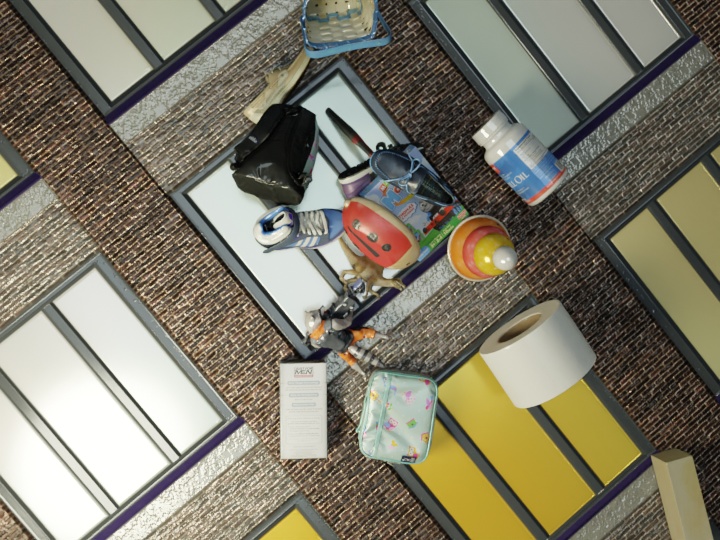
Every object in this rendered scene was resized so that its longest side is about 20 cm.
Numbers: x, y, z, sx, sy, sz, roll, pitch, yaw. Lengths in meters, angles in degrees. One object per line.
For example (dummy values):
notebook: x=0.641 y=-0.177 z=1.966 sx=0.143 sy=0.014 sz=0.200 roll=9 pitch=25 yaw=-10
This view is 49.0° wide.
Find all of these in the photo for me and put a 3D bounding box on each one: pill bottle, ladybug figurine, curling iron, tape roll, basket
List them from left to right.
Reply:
basket: x=-0.044 y=-0.513 z=1.617 sx=0.176 sy=0.139 sz=0.200 roll=-12 pitch=56 yaw=-8
curling iron: x=-0.002 y=-0.285 z=1.669 sx=0.200 sy=0.026 sz=0.050 roll=40 pitch=80 yaw=24
ladybug figurine: x=0.035 y=-0.071 z=1.635 sx=0.200 sy=0.136 sz=0.072 roll=40 pitch=61 yaw=-14
pill bottle: x=0.337 y=-0.244 z=1.695 sx=0.200 sy=0.112 sz=0.112 roll=44 pitch=86 yaw=-3
tape roll: x=0.369 y=0.174 z=1.654 sx=0.202 sy=0.203 sz=0.139 roll=-35 pitch=93 yaw=-5

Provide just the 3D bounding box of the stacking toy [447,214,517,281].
stacking toy: x=0.276 y=-0.033 z=1.638 sx=0.146 sy=0.200 sz=0.147 roll=-2 pitch=102 yaw=-12

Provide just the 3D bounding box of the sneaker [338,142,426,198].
sneaker: x=0.055 y=-0.204 z=1.698 sx=0.199 sy=0.076 sz=0.088 roll=-26 pitch=112 yaw=-5

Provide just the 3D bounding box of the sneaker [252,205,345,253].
sneaker: x=-0.121 y=-0.093 z=1.623 sx=0.199 sy=0.146 sz=0.081 roll=-12 pitch=80 yaw=-1

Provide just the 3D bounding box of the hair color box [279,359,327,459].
hair color box: x=-0.121 y=0.292 z=1.673 sx=0.099 sy=0.061 sz=0.201 roll=0 pitch=91 yaw=-6

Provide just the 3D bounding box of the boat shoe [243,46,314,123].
boat shoe: x=-0.171 y=-0.396 z=1.665 sx=0.065 sy=0.072 sz=0.200 roll=35 pitch=92 yaw=-6

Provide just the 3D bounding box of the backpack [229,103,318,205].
backpack: x=-0.162 y=-0.240 z=1.611 sx=0.166 sy=0.127 sz=0.201 roll=19 pitch=64 yaw=-2

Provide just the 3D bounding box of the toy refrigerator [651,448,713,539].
toy refrigerator: x=0.715 y=0.504 z=1.751 sx=0.070 sy=0.076 sz=0.201 roll=-14 pitch=91 yaw=-6

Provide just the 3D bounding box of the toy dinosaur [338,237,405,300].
toy dinosaur: x=0.000 y=0.000 z=1.698 sx=0.200 sy=0.058 sz=0.101 roll=39 pitch=69 yaw=8

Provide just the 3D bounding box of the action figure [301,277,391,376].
action figure: x=-0.026 y=0.122 z=1.641 sx=0.193 sy=0.105 sz=0.200 roll=25 pitch=116 yaw=-22

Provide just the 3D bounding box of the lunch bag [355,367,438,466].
lunch bag: x=0.076 y=0.313 z=1.684 sx=0.160 sy=0.077 sz=0.201 roll=10 pitch=89 yaw=-6

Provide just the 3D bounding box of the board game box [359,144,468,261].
board game box: x=0.116 y=-0.141 z=1.675 sx=0.151 sy=0.037 sz=0.200 roll=-44 pitch=115 yaw=-2

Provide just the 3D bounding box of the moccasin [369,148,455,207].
moccasin: x=0.115 y=-0.191 z=1.600 sx=0.199 sy=0.068 sz=0.081 roll=21 pitch=98 yaw=-23
